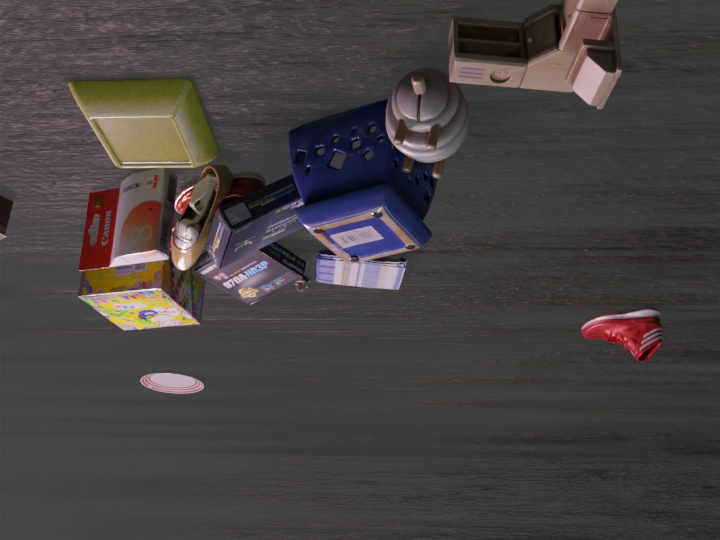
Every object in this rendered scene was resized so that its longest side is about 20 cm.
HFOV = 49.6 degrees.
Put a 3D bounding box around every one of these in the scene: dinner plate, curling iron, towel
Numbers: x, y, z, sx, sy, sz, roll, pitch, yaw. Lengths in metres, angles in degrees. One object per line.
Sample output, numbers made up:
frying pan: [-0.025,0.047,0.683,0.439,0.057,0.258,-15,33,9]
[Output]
dinner plate: [-0.591,0.348,2.457,0.196,0.025,0.201,3,154,1]
curling iron: [-0.210,0.022,1.767,0.196,0.026,0.050,5,151,-5]
towel: [0.000,0.000,1.713,0.196,0.024,0.147,5,156,-1]

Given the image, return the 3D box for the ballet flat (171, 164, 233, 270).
ballet flat: [-0.291,-0.098,1.368,0.068,0.203,0.063,26,-177,20]

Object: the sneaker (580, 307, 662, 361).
sneaker: [0.632,0.166,1.889,0.198,0.118,0.078,-20,147,37]

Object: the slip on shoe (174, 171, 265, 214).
slip on shoe: [-0.263,-0.130,1.430,0.197,0.062,0.074,-10,153,25]

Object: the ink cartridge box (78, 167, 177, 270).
ink cartridge box: [-0.429,-0.093,1.403,0.196,0.165,0.050,-6,159,17]

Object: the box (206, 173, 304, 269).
box: [-0.171,-0.093,1.388,0.198,0.051,0.158,-28,168,-29]

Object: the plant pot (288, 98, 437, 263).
plant pot: [0.007,-0.130,1.273,0.197,0.183,0.200,-12,152,26]

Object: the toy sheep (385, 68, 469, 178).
toy sheep: [0.096,-0.222,1.135,0.135,0.141,0.200,-1,162,6]

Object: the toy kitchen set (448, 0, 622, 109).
toy kitchen set: [0.214,-0.287,0.959,0.177,0.166,0.201,4,154,-3]

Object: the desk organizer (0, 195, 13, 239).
desk organizer: [-0.772,-0.088,1.533,0.198,0.078,0.071,-17,148,34]

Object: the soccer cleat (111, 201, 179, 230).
soccer cleat: [-0.401,-0.092,1.529,0.067,0.077,0.199,-47,150,20]

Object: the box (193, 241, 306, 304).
box: [-0.236,-0.007,1.664,0.158,0.047,0.198,34,140,-32]

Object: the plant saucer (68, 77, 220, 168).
plant saucer: [-0.345,-0.224,1.260,0.196,0.049,0.201,0,153,4]

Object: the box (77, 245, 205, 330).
box: [-0.472,0.035,1.705,0.196,0.124,0.193,-5,153,13]
